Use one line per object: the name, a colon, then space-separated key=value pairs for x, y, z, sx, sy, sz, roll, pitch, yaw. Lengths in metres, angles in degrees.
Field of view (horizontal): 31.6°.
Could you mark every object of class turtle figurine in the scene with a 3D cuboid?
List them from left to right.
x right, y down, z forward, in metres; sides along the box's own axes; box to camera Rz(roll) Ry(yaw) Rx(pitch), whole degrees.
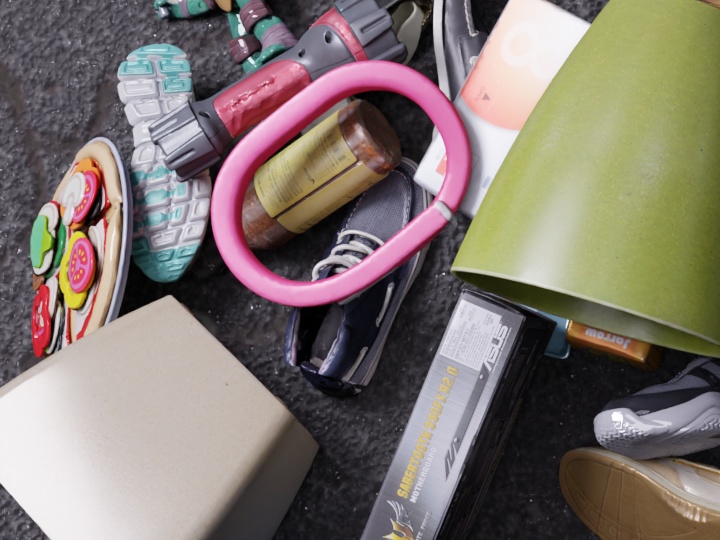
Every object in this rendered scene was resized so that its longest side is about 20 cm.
turtle figurine: x=-0.121 y=-0.238 z=1.047 sx=0.101 sy=0.150 sz=0.200 roll=-30 pitch=79 yaw=-8

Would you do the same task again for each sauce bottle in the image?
sauce bottle: x=-0.060 y=-0.060 z=1.013 sx=0.200 sy=0.066 sz=0.066 roll=-31 pitch=73 yaw=24

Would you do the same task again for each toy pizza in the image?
toy pizza: x=-0.233 y=-0.010 z=1.022 sx=0.200 sy=0.032 sz=0.201 roll=-24 pitch=61 yaw=55

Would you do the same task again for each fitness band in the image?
fitness band: x=-0.015 y=-0.061 z=0.918 sx=0.200 sy=0.037 sz=0.144 roll=-37 pitch=86 yaw=8

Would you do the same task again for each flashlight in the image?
flashlight: x=-0.063 y=-0.136 z=0.960 sx=0.200 sy=0.068 sz=0.068 roll=-32 pitch=66 yaw=-1

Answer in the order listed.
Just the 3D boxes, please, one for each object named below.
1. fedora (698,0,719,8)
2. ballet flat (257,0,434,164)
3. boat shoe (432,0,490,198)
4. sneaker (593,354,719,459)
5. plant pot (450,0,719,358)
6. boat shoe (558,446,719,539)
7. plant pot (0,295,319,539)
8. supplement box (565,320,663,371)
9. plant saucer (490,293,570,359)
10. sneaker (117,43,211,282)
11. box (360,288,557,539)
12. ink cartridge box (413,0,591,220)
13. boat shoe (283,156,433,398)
fedora: x=0.305 y=-0.183 z=0.934 sx=0.200 sy=0.082 sz=0.201 roll=-3 pitch=73 yaw=8
ballet flat: x=-0.010 y=-0.158 z=1.024 sx=0.200 sy=0.068 sz=0.068 roll=-54 pitch=46 yaw=2
boat shoe: x=0.089 y=-0.149 z=0.998 sx=0.060 sy=0.074 sz=0.201 roll=-2 pitch=83 yaw=15
sneaker: x=0.248 y=0.063 z=0.900 sx=0.200 sy=0.076 sz=0.114 roll=-8 pitch=68 yaw=-13
plant pot: x=0.175 y=-0.066 z=0.814 sx=0.187 sy=0.187 sz=0.200 roll=16 pitch=86 yaw=18
boat shoe: x=0.237 y=0.171 z=0.902 sx=0.200 sy=0.069 sz=0.074 roll=21 pitch=119 yaw=38
plant pot: x=-0.145 y=0.139 z=0.962 sx=0.200 sy=0.200 sz=0.177 roll=42 pitch=81 yaw=18
supplement box: x=0.214 y=-0.030 z=0.947 sx=0.066 sy=0.069 sz=0.200 roll=15 pitch=87 yaw=20
plant saucer: x=0.150 y=-0.034 z=0.990 sx=0.070 sy=0.019 sz=0.200 roll=12 pitch=83 yaw=18
sneaker: x=-0.152 y=-0.081 z=1.043 sx=0.077 sy=0.091 sz=0.200 roll=-4 pitch=71 yaw=6
box: x=0.071 y=0.116 z=0.903 sx=0.048 sy=0.158 sz=0.200 roll=23 pitch=94 yaw=16
ink cartridge box: x=0.156 y=-0.084 z=0.904 sx=0.200 sy=0.050 sz=0.162 roll=34 pitch=103 yaw=26
boat shoe: x=0.000 y=0.000 z=0.987 sx=0.075 sy=0.093 sz=0.200 roll=14 pitch=85 yaw=17
